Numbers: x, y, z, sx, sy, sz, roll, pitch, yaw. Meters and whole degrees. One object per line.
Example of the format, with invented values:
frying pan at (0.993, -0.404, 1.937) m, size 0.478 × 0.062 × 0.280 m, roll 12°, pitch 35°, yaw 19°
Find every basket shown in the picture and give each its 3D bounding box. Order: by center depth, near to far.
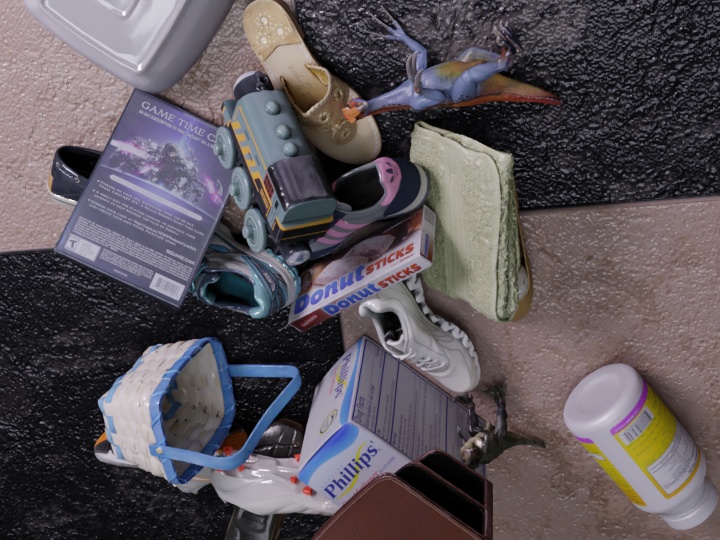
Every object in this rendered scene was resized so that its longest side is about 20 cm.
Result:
basket at (-0.186, 0.160, 1.204) m, size 0.198 × 0.176 × 0.140 m, roll -1°, pitch 117°, yaw 27°

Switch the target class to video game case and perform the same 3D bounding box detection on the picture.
video game case at (-0.217, -0.078, 1.095) m, size 0.142 × 0.019 × 0.202 m, roll 25°, pitch 71°, yaw -10°

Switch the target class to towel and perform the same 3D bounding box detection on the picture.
towel at (0.108, -0.051, 1.095) m, size 0.036 × 0.148 × 0.202 m, roll -25°, pitch 124°, yaw -31°

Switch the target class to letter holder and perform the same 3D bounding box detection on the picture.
letter holder at (0.023, 0.278, 1.073) m, size 0.141 × 0.101 × 0.200 m, roll 34°, pitch 115°, yaw -9°

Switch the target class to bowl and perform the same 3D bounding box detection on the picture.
bowl at (-0.235, -0.291, 1.039) m, size 0.199 × 0.075 × 0.200 m, roll 34°, pitch 116°, yaw -12°

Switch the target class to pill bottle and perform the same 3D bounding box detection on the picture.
pill bottle at (0.334, 0.212, 1.208) m, size 0.104 × 0.105 × 0.200 m, roll -35°, pitch 108°, yaw 20°

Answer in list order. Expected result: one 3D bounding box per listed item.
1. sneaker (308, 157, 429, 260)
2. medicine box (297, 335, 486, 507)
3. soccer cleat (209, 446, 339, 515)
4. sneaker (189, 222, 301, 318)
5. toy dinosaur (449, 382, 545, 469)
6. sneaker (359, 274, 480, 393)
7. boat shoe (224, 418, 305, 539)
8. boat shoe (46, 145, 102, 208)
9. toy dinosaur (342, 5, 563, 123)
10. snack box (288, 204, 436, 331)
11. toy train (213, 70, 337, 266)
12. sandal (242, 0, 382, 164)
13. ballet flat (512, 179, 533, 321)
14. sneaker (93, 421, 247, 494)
sneaker at (-0.027, -0.070, 1.102) m, size 0.199 × 0.082 × 0.071 m, roll -28°, pitch 69°, yaw 29°
medicine box at (0.042, 0.206, 1.192) m, size 0.199 × 0.183 × 0.103 m, roll 36°, pitch 114°, yaw -11°
soccer cleat at (-0.086, 0.260, 1.226) m, size 0.198 × 0.069 × 0.078 m, roll 7°, pitch 129°, yaw 22°
sneaker at (-0.168, -0.006, 1.149) m, size 0.198 × 0.086 × 0.078 m, roll 20°, pitch 120°, yaw 15°
toy dinosaur at (0.153, 0.183, 1.208) m, size 0.047 × 0.199 × 0.089 m, roll -26°, pitch 75°, yaw 32°
sneaker at (0.064, 0.079, 1.174) m, size 0.075 × 0.081 × 0.200 m, roll -22°, pitch 119°, yaw 37°
boat shoe at (-0.120, 0.282, 1.310) m, size 0.075 × 0.074 × 0.202 m, roll 23°, pitch 99°, yaw 10°
boat shoe at (-0.252, -0.092, 1.138) m, size 0.198 × 0.075 × 0.063 m, roll 14°, pitch 128°, yaw 5°
toy dinosaur at (0.079, -0.179, 1.045) m, size 0.181 × 0.105 × 0.200 m, roll -34°, pitch 111°, yaw 24°
snack box at (0.000, 0.000, 1.127) m, size 0.199 × 0.072 × 0.024 m, roll -28°, pitch 131°, yaw 36°
toy train at (-0.088, -0.107, 1.054) m, size 0.084 × 0.202 × 0.114 m, roll -10°, pitch 154°, yaw -27°
sandal at (-0.056, -0.184, 1.073) m, size 0.077 × 0.070 × 0.212 m, roll -30°, pitch 110°, yaw 19°
ballet flat at (0.151, -0.021, 1.136) m, size 0.068 × 0.063 × 0.202 m, roll -12°, pitch 115°, yaw 8°
sneaker at (-0.240, 0.246, 1.306) m, size 0.197 × 0.076 × 0.093 m, roll 2°, pitch 121°, yaw 6°
